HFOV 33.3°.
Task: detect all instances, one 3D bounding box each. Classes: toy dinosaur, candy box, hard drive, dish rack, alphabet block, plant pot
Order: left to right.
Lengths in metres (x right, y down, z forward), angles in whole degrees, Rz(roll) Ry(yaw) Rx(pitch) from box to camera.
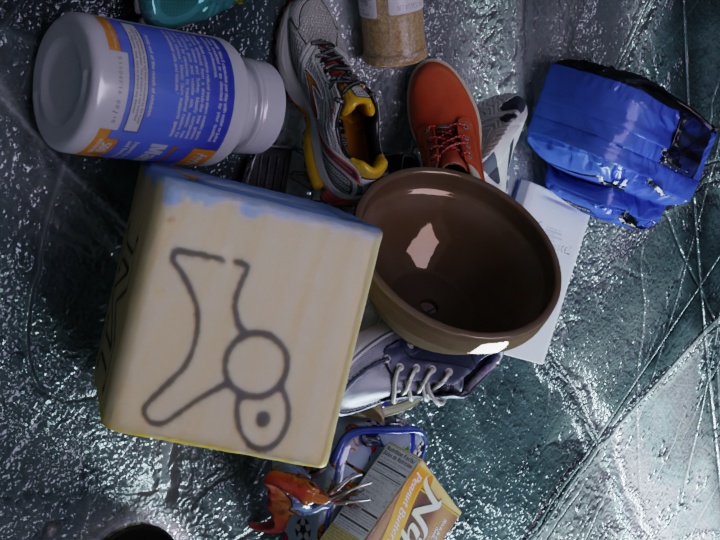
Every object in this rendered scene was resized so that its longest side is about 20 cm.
[{"bbox_3d":[-0.111,0.031,1.022,0.193,0.196,0.203,14,95,-15],"label":"alphabet block"},{"bbox_3d":[-0.058,0.218,1.148,0.201,0.105,0.181,-54,162,13],"label":"toy dinosaur"},{"bbox_3d":[-0.036,-0.050,1.200,0.198,0.054,0.156,1,102,-42],"label":"dish rack"},{"bbox_3d":[0.013,0.295,1.254,0.201,0.055,0.116,-53,136,-18],"label":"candy box"},{"bbox_3d":[0.077,0.009,1.105,0.199,0.201,0.093,-22,150,-35],"label":"plant pot"},{"bbox_3d":[0.207,0.005,1.458,0.131,0.025,0.203,16,92,-44],"label":"hard drive"}]

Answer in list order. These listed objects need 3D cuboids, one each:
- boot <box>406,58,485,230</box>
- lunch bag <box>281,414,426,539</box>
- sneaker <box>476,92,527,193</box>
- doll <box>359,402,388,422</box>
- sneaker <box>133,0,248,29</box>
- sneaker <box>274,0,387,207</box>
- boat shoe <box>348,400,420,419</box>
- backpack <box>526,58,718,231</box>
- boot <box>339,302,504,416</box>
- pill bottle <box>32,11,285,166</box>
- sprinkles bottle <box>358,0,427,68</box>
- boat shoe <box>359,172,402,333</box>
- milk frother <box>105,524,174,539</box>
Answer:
[{"bbox_3d":[0.092,-0.127,1.220,0.107,0.074,0.203,46,31,-81],"label":"boot"},{"bbox_3d":[-0.003,0.248,1.314,0.159,0.075,0.203,9,98,-46],"label":"lunch bag"},{"bbox_3d":[0.142,-0.086,1.334,0.129,0.079,0.201,35,79,-44],"label":"sneaker"},{"bbox_3d":[0.058,0.055,1.241,0.201,0.048,0.137,-51,146,-25],"label":"doll"},{"bbox_3d":[-0.110,-0.262,1.047,0.199,0.079,0.079,-30,122,-31],"label":"sneaker"},{"bbox_3d":[-0.019,-0.167,1.130,0.077,0.082,0.203,-15,86,-37],"label":"sneaker"},{"bbox_3d":[0.051,0.106,1.322,0.199,0.071,0.067,-19,110,-43],"label":"boat shoe"},{"bbox_3d":[0.293,-0.147,1.394,0.199,0.161,0.170,21,90,-45],"label":"backpack"},{"bbox_3d":[0.047,0.094,1.124,0.199,0.090,0.074,-32,143,-38],"label":"boot"},{"bbox_3d":[-0.163,-0.147,1.013,0.198,0.111,0.114,2,102,-42],"label":"pill bottle"},{"bbox_3d":[0.026,-0.303,1.166,0.068,0.068,0.203,-23,118,-35],"label":"sprinkles bottle"},{"bbox_3d":[0.001,0.000,1.174,0.071,0.070,0.203,25,81,-35],"label":"boat shoe"},{"bbox_3d":[-0.138,0.348,1.142,0.198,0.187,0.183,-12,112,-39],"label":"milk frother"}]
